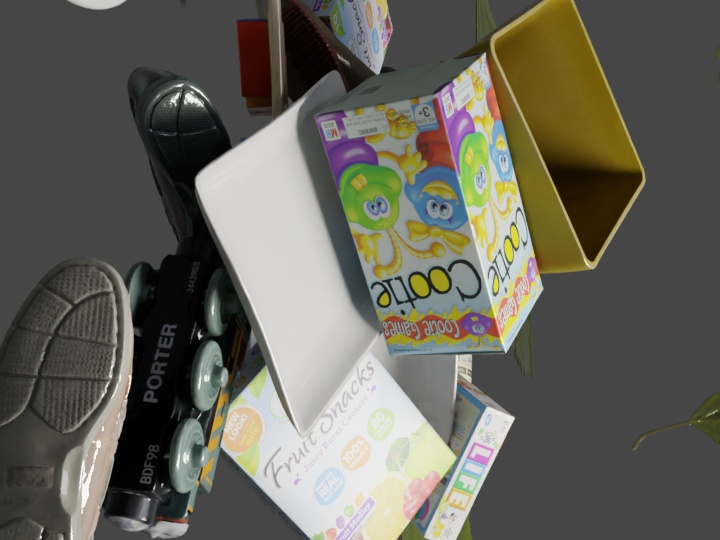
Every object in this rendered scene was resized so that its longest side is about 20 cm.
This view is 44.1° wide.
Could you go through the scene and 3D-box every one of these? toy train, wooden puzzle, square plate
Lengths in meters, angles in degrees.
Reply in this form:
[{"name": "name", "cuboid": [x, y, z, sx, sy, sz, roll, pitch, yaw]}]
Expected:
[{"name": "toy train", "cuboid": [-0.123, 0.081, 0.605, 0.114, 0.085, 0.201, 76, 19, -61]}, {"name": "wooden puzzle", "cuboid": [-0.078, -0.127, 0.748, 0.185, 0.046, 0.202, -157, -120, -86]}, {"name": "square plate", "cuboid": [-0.037, -0.018, 0.647, 0.198, 0.028, 0.201, -50, 127, -49]}]

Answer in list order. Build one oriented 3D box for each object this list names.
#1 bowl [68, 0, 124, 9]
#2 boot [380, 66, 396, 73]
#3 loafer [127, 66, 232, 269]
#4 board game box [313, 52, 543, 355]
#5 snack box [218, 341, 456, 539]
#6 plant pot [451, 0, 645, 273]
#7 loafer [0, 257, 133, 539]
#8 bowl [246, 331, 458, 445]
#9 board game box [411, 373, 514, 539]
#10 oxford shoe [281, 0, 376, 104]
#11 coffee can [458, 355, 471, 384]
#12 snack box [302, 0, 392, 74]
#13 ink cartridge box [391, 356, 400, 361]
[{"name": "bowl", "cuboid": [-0.143, -0.269, 0.544, 0.201, 0.090, 0.203, -2, 90, -73]}, {"name": "boot", "cuboid": [0.013, -0.137, 1.095, 0.131, 0.067, 0.201, 57, 43, -64]}, {"name": "loafer", "cuboid": [-0.117, -0.061, 0.658, 0.072, 0.063, 0.201, -31, 133, -18]}, {"name": "board game box", "cuboid": [0.058, -0.047, 0.682, 0.105, 0.102, 0.201, -47, 125, -50]}, {"name": "snack box", "cuboid": [-0.026, 0.141, 0.732, 0.142, 0.053, 0.200, -48, 116, -22]}, {"name": "plant pot", "cuboid": [0.119, -0.108, 0.806, 0.200, 0.176, 0.201, -44, 111, -50]}, {"name": "loafer", "cuboid": [-0.168, 0.095, 0.496, 0.063, 0.071, 0.202, 86, 12, -79]}, {"name": "bowl", "cuboid": [-0.016, 0.084, 0.806, 0.075, 0.198, 0.202, -146, -128, -63]}, {"name": "board game box", "cuboid": [0.069, 0.167, 0.902, 0.135, 0.034, 0.200, -65, -158, 5]}, {"name": "oxford shoe", "cuboid": [-0.021, -0.183, 0.871, 0.201, 0.070, 0.075, 57, 41, -12]}, {"name": "coffee can", "cuboid": [0.066, 0.111, 1.091, 0.146, 0.145, 0.202, 40, 51, -67]}, {"name": "snack box", "cuboid": [-0.017, -0.271, 0.985, 0.143, 0.053, 0.201, 70, 26, -44]}, {"name": "ink cartridge box", "cuboid": [0.000, 0.000, 0.934, 0.176, 0.083, 0.201, -85, 169, -70]}]
